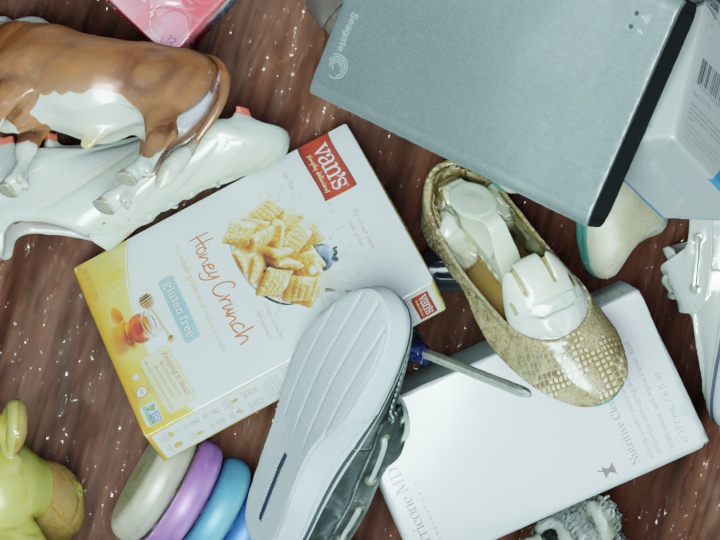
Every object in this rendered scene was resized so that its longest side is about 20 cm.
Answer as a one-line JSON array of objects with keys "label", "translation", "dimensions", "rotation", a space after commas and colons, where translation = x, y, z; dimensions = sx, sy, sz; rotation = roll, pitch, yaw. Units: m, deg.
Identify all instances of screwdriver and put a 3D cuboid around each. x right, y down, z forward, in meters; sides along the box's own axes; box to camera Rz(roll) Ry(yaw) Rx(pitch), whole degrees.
[{"label": "screwdriver", "translation": [0.045, 0.057, 1.389], "dimensions": [0.029, 0.200, 0.028], "rotation": [-48, 118, -7]}, {"label": "screwdriver", "translation": [0.000, 0.000, 1.471], "dimensions": [0.199, 0.028, 0.029], "rotation": [-1, 64, -1]}]

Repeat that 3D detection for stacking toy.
[{"label": "stacking toy", "translation": [-0.055, 0.177, 1.459], "dimensions": [0.200, 0.085, 0.086], "rotation": [31, 91, -10]}]

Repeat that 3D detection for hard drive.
[{"label": "hard drive", "translation": [0.080, -0.129, 1.346], "dimensions": [0.199, 0.033, 0.140], "rotation": [27, 101, 24]}]

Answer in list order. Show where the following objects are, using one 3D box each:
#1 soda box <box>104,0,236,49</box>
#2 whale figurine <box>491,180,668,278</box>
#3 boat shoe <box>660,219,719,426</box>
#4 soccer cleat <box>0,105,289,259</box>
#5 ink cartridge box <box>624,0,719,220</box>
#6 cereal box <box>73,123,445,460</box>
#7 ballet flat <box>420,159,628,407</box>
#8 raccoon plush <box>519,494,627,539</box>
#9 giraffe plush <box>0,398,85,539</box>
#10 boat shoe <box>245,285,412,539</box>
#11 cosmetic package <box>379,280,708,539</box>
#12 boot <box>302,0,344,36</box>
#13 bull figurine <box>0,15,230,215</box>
[{"label": "soda box", "translation": [-0.165, -0.222, 1.436], "dimensions": [0.200, 0.063, 0.070], "rotation": [43, 91, -3]}, {"label": "whale figurine", "translation": [0.124, -0.096, 1.443], "dimensions": [0.159, 0.104, 0.201], "rotation": [-42, 119, -32]}, {"label": "boat shoe", "translation": [0.227, -0.001, 1.466], "dimensions": [0.070, 0.071, 0.201], "rotation": [6, 97, 25]}, {"label": "soccer cleat", "translation": [-0.140, -0.052, 1.441], "dimensions": [0.199, 0.069, 0.078], "rotation": [-8, 75, 6]}, {"label": "ink cartridge box", "translation": [0.210, -0.145, 1.406], "dimensions": [0.068, 0.116, 0.201], "rotation": [3, 67, 36]}, {"label": "cereal box", "translation": [-0.064, 0.011, 1.425], "dimensions": [0.199, 0.040, 0.144], "rotation": [-29, 54, 0]}, {"label": "ballet flat", "translation": [0.092, 0.003, 1.400], "dimensions": [0.070, 0.065, 0.200], "rotation": [-32, 51, -12]}, {"label": "raccoon plush", "translation": [0.177, 0.222, 1.477], "dimensions": [0.199, 0.097, 0.135], "rotation": [23, 80, -32]}, {"label": "giraffe plush", "translation": [-0.221, 0.178, 1.422], "dimensions": [0.172, 0.200, 0.163], "rotation": [-21, 59, 13]}, {"label": "boat shoe", "translation": [-0.007, 0.088, 1.374], "dimensions": [0.071, 0.072, 0.200], "rotation": [1, 132, -33]}, {"label": "cosmetic package", "translation": [0.102, 0.097, 1.452], "dimensions": [0.199, 0.081, 0.113], "rotation": [-26, 95, -1]}, {"label": "boot", "translation": [0.037, -0.235, 1.422], "dimensions": [0.199, 0.070, 0.147], "rotation": [-22, 80, 17]}, {"label": "bull figurine", "translation": [-0.178, -0.103, 1.399], "dimensions": [0.199, 0.065, 0.122], "rotation": [6, 60, 25]}]
